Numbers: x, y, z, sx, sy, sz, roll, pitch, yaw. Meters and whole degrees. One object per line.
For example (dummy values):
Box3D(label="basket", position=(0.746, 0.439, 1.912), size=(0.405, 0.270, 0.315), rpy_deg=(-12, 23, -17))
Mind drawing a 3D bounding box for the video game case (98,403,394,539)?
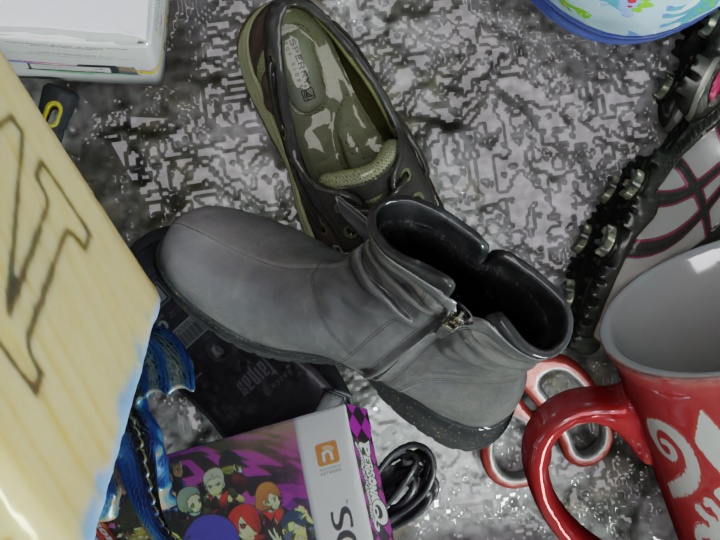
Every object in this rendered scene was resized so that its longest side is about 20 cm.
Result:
Box3D(label="video game case", position=(-0.072, 0.178, 0.947), size=(0.199, 0.036, 0.183), rpy_deg=(-17, 75, 18))

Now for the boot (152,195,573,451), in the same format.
Box3D(label="boot", position=(0.000, 0.000, 0.897), size=(0.199, 0.132, 0.070), rpy_deg=(24, 62, 4))

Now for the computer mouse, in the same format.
Box3D(label="computer mouse", position=(-0.064, 0.079, 0.998), size=(0.200, 0.046, 0.141), rpy_deg=(44, 108, 3))

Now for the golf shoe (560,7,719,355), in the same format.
Box3D(label="golf shoe", position=(0.172, -0.037, 0.988), size=(0.088, 0.077, 0.201), rpy_deg=(29, 90, -8))

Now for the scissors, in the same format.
Box3D(label="scissors", position=(0.062, 0.028, 0.983), size=(0.073, 0.014, 0.201), rpy_deg=(-28, 110, 5))

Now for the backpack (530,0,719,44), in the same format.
Box3D(label="backpack", position=(0.151, -0.211, 0.942), size=(0.199, 0.147, 0.184), rpy_deg=(-33, 75, -3))

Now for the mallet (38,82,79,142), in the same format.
Box3D(label="mallet", position=(-0.175, 0.006, 0.978), size=(0.066, 0.041, 0.201), rpy_deg=(26, 85, -1))

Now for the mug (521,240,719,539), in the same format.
Box3D(label="mug", position=(0.188, 0.101, 0.949), size=(0.177, 0.134, 0.201), rpy_deg=(-5, 118, 30))

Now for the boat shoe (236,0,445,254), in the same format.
Box3D(label="boat shoe", position=(-0.002, -0.048, 0.983), size=(0.071, 0.066, 0.202), rpy_deg=(-27, 93, -5))

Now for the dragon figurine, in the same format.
Box3D(label="dragon figurine", position=(-0.114, 0.062, 0.910), size=(0.059, 0.200, 0.100), rpy_deg=(-5, 116, -29))

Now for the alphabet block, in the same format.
Box3D(label="alphabet block", position=(-0.222, 0.019, 0.783), size=(0.194, 0.197, 0.201), rpy_deg=(-20, 120, 17))

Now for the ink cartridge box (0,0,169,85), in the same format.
Box3D(label="ink cartridge box", position=(-0.131, -0.169, 0.914), size=(0.083, 0.200, 0.146), rpy_deg=(4, 90, -5))

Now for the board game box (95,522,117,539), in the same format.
Box3D(label="board game box", position=(-0.194, 0.198, 0.963), size=(0.200, 0.019, 0.103), rpy_deg=(-46, 66, 11))
